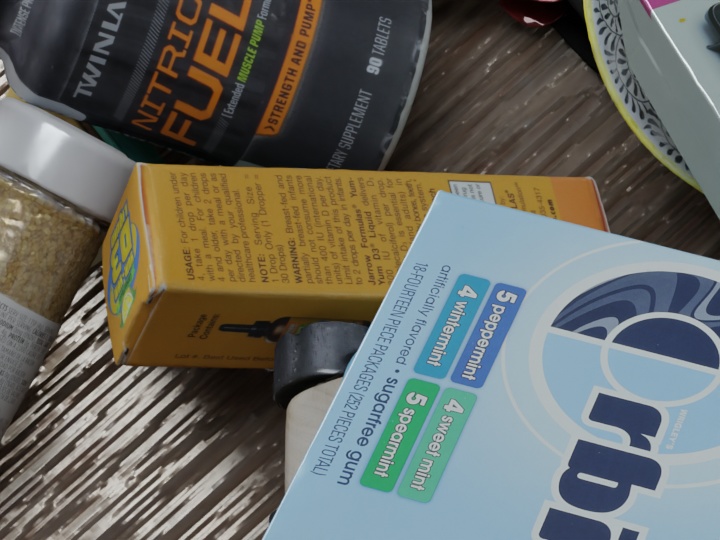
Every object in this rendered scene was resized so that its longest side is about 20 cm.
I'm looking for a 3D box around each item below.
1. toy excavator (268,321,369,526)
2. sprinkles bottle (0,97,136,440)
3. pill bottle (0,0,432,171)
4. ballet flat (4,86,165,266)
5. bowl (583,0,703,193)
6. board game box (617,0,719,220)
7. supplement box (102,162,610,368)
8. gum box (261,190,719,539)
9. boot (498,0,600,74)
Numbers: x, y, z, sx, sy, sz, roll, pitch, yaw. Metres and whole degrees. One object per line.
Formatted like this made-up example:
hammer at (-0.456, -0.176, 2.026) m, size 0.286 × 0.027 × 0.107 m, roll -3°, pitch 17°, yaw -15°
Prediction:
toy excavator at (0.089, 0.080, 1.162) m, size 0.200 × 0.194 × 0.100 m, roll -19°, pitch 55°, yaw 33°
sprinkles bottle at (-0.163, 0.030, 1.229) m, size 0.068 × 0.068 × 0.200 m, roll 27°, pitch 88°, yaw 23°
pill bottle at (-0.079, -0.105, 1.256) m, size 0.200 × 0.106 × 0.106 m, roll 17°, pitch 62°, yaw -13°
ballet flat at (-0.093, -0.013, 1.288) m, size 0.063 × 0.069 × 0.200 m, roll -50°, pitch 58°, yaw 14°
bowl at (0.185, -0.121, 1.233) m, size 0.201 × 0.094 × 0.201 m, roll 0°, pitch 96°, yaw -4°
board game box at (0.212, -0.091, 1.112) m, size 0.200 × 0.064 × 0.148 m, roll -17°, pitch 40°, yaw -6°
supplement box at (0.000, 0.000, 1.205) m, size 0.200 × 0.067 × 0.069 m, roll 0°, pitch 58°, yaw -22°
gum box at (0.090, 0.067, 0.984) m, size 0.200 × 0.045 × 0.170 m, roll 15°, pitch 51°, yaw 16°
boot at (0.110, -0.184, 1.333) m, size 0.144 × 0.072 × 0.200 m, roll -25°, pitch 63°, yaw -2°
